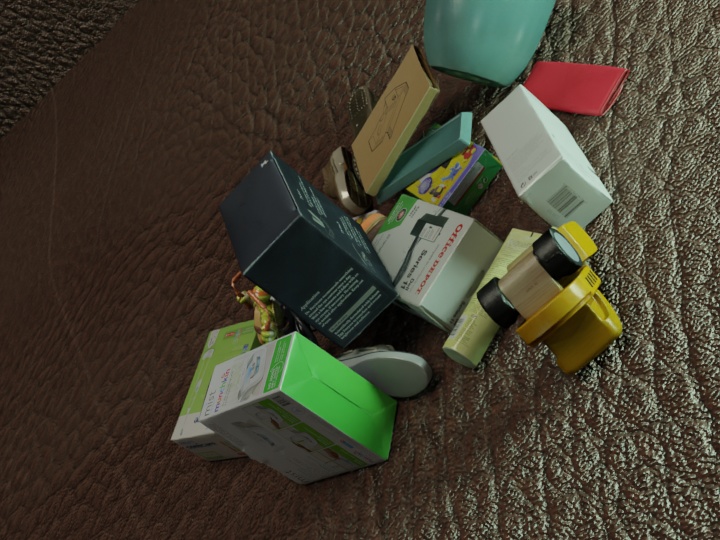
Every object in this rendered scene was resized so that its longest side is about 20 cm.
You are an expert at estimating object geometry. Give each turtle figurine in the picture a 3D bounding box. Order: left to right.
[{"bbox_3d":[-0.135,0.082,1.639,0.064,0.163,0.200,-12,19,-17],"label":"turtle figurine"}]

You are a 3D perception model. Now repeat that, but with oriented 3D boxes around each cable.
[{"bbox_3d":[-0.083,0.124,1.676,0.163,0.050,0.202,-140,50,-76],"label":"cable"}]

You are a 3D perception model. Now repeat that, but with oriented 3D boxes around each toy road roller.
[{"bbox_3d":[0.237,0.036,1.361,0.123,0.146,0.200,-42,-5,20],"label":"toy road roller"}]

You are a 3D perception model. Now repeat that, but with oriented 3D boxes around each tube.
[{"bbox_3d":[0.179,0.032,1.495,0.201,0.058,0.052,-59,-12,-14],"label":"tube"}]

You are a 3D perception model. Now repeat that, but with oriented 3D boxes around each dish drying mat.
[{"bbox_3d":[0.301,-0.261,1.642,0.077,0.018,0.200,-58,31,-5],"label":"dish drying mat"}]

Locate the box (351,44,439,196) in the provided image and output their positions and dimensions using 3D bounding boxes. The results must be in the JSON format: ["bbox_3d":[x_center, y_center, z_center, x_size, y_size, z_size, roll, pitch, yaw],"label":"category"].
[{"bbox_3d":[0.051,-0.238,1.802,0.201,0.021,0.164,-58,24,25],"label":"box"}]

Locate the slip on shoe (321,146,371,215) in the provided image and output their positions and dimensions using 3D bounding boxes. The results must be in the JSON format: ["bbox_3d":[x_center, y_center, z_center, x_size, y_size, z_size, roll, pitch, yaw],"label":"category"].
[{"bbox_3d":[-0.032,-0.142,1.930,0.060,0.076,0.201,-38,30,15],"label":"slip on shoe"}]

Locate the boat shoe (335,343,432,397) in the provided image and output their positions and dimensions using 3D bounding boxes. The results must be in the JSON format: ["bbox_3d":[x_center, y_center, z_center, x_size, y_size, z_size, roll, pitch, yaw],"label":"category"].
[{"bbox_3d":[0.027,0.134,1.585,0.199,0.072,0.066,-17,25,46],"label":"boat shoe"}]

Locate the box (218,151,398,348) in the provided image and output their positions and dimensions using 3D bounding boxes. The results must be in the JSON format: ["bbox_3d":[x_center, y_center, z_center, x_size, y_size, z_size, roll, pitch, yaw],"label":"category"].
[{"bbox_3d":[-0.075,-0.030,1.583,0.117,0.200,0.197,-44,33,11],"label":"box"}]

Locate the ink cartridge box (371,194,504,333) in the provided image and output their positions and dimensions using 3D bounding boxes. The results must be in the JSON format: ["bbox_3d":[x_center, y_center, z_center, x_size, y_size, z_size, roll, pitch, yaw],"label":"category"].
[{"bbox_3d":[0.097,-0.012,1.612,0.147,0.083,0.200,-58,31,-5],"label":"ink cartridge box"}]

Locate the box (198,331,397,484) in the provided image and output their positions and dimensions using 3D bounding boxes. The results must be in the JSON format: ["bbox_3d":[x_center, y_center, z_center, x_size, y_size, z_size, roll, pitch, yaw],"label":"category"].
[{"bbox_3d":[-0.083,0.193,1.544,0.176,0.200,0.097,-25,40,42],"label":"box"}]

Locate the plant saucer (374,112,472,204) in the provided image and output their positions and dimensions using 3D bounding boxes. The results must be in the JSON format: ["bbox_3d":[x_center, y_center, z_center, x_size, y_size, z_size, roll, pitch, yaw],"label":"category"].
[{"bbox_3d":[0.092,-0.173,1.752,0.199,0.019,0.070,-31,39,38],"label":"plant saucer"}]

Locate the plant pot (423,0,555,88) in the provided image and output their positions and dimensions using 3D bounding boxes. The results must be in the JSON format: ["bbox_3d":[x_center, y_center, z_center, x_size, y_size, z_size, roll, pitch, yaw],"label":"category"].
[{"bbox_3d":[0.186,-0.372,1.750,0.200,0.199,0.162,24,101,59],"label":"plant pot"}]

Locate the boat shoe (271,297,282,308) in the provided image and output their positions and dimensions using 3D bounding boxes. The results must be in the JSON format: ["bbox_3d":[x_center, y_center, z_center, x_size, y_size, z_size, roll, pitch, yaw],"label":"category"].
[{"bbox_3d":[-0.100,0.022,1.827,0.200,0.068,0.057,-37,33,30],"label":"boat shoe"}]

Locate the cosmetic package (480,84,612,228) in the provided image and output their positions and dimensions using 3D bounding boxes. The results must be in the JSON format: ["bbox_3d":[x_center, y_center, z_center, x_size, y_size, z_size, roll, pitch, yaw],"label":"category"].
[{"bbox_3d":[0.243,-0.146,1.516,0.081,0.113,0.201,-42,34,20],"label":"cosmetic package"}]

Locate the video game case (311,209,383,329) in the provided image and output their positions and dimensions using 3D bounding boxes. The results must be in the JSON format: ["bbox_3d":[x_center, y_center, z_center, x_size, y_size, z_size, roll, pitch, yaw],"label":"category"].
[{"bbox_3d":[-0.053,0.007,1.866,0.181,0.023,0.201,-16,46,47],"label":"video game case"}]

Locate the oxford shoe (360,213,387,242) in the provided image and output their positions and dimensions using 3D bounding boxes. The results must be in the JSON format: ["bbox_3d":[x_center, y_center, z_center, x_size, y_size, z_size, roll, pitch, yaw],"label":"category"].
[{"bbox_3d":[0.000,0.000,1.736,0.073,0.071,0.201,22,69,36],"label":"oxford shoe"}]

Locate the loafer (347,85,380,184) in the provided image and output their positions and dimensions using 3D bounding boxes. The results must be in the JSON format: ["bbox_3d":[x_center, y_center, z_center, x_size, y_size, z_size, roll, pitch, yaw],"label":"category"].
[{"bbox_3d":[0.028,-0.223,1.942,0.076,0.068,0.202,-35,51,43],"label":"loafer"}]

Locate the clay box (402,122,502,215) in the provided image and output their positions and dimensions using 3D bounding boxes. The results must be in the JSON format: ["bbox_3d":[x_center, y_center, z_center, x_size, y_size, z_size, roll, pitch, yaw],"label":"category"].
[{"bbox_3d":[0.124,-0.153,1.750,0.115,0.047,0.200,-53,31,2],"label":"clay box"}]

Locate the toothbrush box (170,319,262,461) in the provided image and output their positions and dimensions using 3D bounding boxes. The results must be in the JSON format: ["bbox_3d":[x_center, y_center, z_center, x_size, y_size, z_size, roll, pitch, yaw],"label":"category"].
[{"bbox_3d":[-0.201,0.191,1.825,0.145,0.086,0.201,-17,46,46],"label":"toothbrush box"}]
